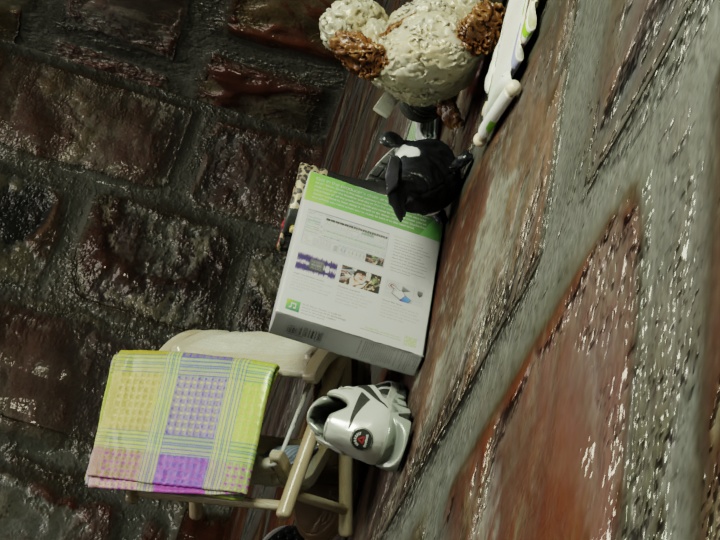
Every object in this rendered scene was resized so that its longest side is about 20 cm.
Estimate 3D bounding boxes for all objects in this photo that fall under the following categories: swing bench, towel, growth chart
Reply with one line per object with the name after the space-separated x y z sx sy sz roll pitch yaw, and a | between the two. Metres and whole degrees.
-0.106 0.150 1.622 0.130 0.199 0.200 29 -115 -56 | swing bench
-0.177 0.148 1.576 0.023 0.200 0.144 39 -124 -54 | towel
0.142 -0.222 1.450 0.145 0.018 0.200 126 160 -74 | growth chart
0.054 -0.113 1.968 0.149 0.031 0.200 -80 8 -55 | towel

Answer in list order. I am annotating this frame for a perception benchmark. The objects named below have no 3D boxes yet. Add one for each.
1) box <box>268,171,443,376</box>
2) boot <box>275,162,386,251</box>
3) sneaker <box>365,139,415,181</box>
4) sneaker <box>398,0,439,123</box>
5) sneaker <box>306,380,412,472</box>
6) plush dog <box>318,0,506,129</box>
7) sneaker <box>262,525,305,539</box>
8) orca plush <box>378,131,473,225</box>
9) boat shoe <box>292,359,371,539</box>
0.000 0.000 1.551 0.036 0.144 0.200 113 172 -45 | box
-0.014 -0.012 1.689 0.073 0.150 0.200 129 156 -77 | boot
0.033 -0.064 1.820 0.088 0.076 0.200 -70 0 -64 | sneaker
0.092 -0.271 1.835 0.114 0.076 0.200 168 116 -82 | sneaker
-0.005 0.134 1.506 0.200 0.088 0.074 -166 91 -87 | sneaker
0.063 -0.216 1.612 0.172 0.200 0.161 -41 -65 -82 | plush dog
-0.102 0.388 1.843 0.081 0.075 0.200 95 -171 -69 | sneaker
0.068 -0.104 1.548 0.071 0.105 0.200 -32 -9 16 | orca plush
-0.020 0.183 1.679 0.065 0.071 0.200 29 -111 -60 | boat shoe
